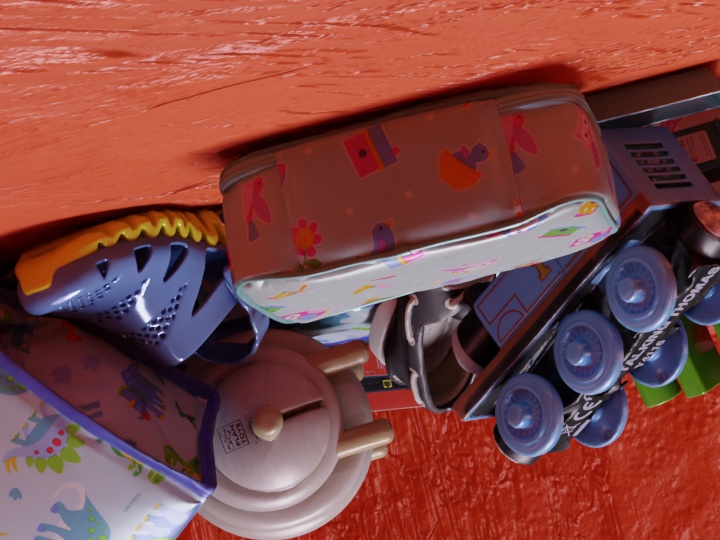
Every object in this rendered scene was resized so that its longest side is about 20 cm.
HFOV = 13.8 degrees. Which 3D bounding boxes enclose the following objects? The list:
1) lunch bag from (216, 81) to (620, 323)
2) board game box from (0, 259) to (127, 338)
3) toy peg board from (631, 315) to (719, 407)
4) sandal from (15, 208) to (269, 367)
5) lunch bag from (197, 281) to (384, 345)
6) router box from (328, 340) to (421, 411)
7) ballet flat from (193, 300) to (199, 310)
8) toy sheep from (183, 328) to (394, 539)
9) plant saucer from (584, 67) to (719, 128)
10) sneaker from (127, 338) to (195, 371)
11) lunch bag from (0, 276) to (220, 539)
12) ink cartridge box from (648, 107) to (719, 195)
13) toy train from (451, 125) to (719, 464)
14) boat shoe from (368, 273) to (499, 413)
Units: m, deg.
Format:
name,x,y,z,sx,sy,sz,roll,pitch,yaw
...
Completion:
name,x,y,z,sx,sy,sz,roll,pitch,yaw
lunch bag,0.028,-0.033,1.505,0.199,0.077,0.160,-14,172,10
board game box,-0.193,0.087,1.747,0.135,0.201,0.035,-13,-145,-1
toy peg board,0.253,0.001,1.878,0.199,0.098,0.200,-30,-171,-39
sandal,-0.110,0.012,1.657,0.079,0.088,0.200,-14,174,38
lunch bag,0.000,0.000,1.866,0.160,0.083,0.200,-14,175,40
router box,-0.004,0.048,2.050,0.179,0.049,0.200,-7,-166,19
ballet flat,-0.123,0.012,1.915,0.199,0.067,0.057,-8,-143,-47
toy sheep,-0.052,0.095,1.760,0.137,0.139,0.200,-13,167,-4
plant saucer,0.097,-0.076,1.602,0.199,0.019,0.070,-13,176,5
sneaker,-0.198,0.043,1.802,0.199,0.080,0.078,-8,162,-5
lunch bag,-0.203,0.104,1.658,0.170,0.199,0.128,-53,-160,24
ink cartridge box,0.189,-0.060,1.730,0.199,0.068,0.116,-16,175,19
toy train,0.123,0.016,1.626,0.086,0.114,0.200,-4,142,-46
boat shoe,0.049,0.008,1.717,0.074,0.060,0.200,-22,149,-27
